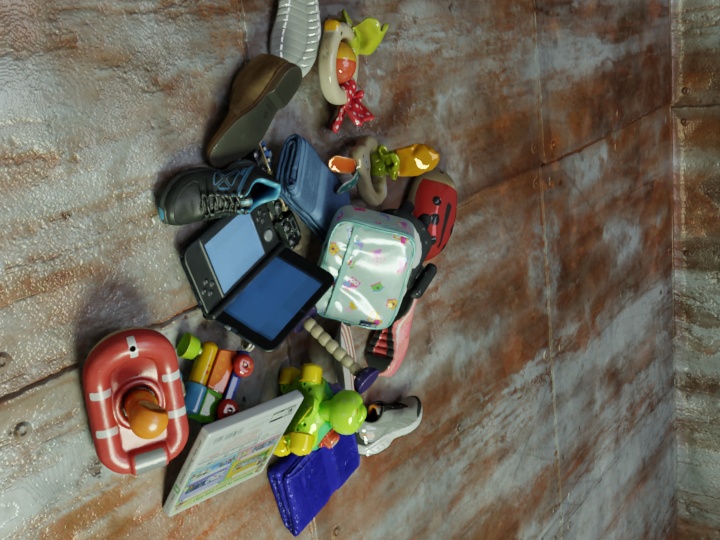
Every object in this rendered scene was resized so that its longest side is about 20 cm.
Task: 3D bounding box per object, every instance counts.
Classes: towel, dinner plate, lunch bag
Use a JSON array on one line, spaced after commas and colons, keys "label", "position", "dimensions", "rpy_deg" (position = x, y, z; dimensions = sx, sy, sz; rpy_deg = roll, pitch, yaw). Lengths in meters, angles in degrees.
[{"label": "towel", "position": [-0.079, -0.132, 1.422], "dimensions": [0.200, 0.047, 0.114], "rpy_deg": [45, 49, -55]}, {"label": "towel", "position": [-0.073, 0.351, 1.512], "dimensions": [0.200, 0.049, 0.151], "rpy_deg": [-40, 124, -42]}, {"label": "dinner plate", "position": [-0.025, 0.183, 1.510], "dimensions": [0.200, 0.024, 0.205], "rpy_deg": [-7, 90, -86]}, {"label": "lunch bag", "position": [0.000, 0.000, 1.434], "dimensions": [0.078, 0.157, 0.203], "rpy_deg": [-95, -159, -61]}]

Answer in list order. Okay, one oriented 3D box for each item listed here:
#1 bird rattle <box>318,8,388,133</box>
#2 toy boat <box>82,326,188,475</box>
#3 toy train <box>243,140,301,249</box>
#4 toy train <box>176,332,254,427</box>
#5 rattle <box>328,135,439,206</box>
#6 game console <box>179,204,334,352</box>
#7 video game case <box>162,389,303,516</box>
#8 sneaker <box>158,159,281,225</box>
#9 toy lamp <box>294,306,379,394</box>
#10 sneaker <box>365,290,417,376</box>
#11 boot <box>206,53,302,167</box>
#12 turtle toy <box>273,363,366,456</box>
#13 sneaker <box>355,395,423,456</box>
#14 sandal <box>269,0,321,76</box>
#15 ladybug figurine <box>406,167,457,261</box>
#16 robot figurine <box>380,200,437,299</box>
[{"label": "bird rattle", "position": [-0.035, -0.336, 1.431], "dimensions": [0.162, 0.110, 0.205], "rpy_deg": [2, 103, -68]}, {"label": "toy boat", "position": [-0.289, 0.179, 1.127], "dimensions": [0.128, 0.130, 0.205], "rpy_deg": [-14, 106, -26]}, {"label": "toy train", "position": [-0.139, -0.126, 1.379], "dimensions": [0.046, 0.034, 0.203], "rpy_deg": [-50, 131, -40]}, {"label": "toy train", "position": [-0.223, 0.124, 1.279], "dimensions": [0.115, 0.084, 0.204], "rpy_deg": [31, 65, -31]}, {"label": "rattle", "position": [0.043, -0.178, 1.495], "dimensions": [0.200, 0.140, 0.133], "rpy_deg": [12, 91, -72]}, {"label": "game console", "position": [-0.151, -0.006, 1.301], "dimensions": [0.200, 0.116, 0.174], "rpy_deg": [-49, 131, -43]}, {"label": "video game case", "position": [-0.191, 0.273, 1.293], "dimensions": [0.198, 0.022, 0.184], "rpy_deg": [-15, 141, -51]}, {"label": "sneaker", "position": [-0.203, -0.112, 1.246], "dimensions": [0.198, 0.081, 0.075], "rpy_deg": [-28, 132, -40]}, {"label": "toy lamp", "position": [-0.055, 0.117, 1.402], "dimensions": [0.058, 0.200, 0.059], "rpy_deg": [-39, 160, -18]}, {"label": "sneaker", "position": [0.066, 0.111, 1.663], "dimensions": [0.087, 0.072, 0.204], "rpy_deg": [41, 65, -61]}, {"label": "boot", "position": [-0.176, -0.245, 1.302], "dimensions": [0.201, 0.075, 0.074], "rpy_deg": [-52, 158, -12]}, {"label": "turtle toy", "position": [-0.068, 0.232, 1.391], "dimensions": [0.099, 0.199, 0.149], "rpy_deg": [18, 71, -29]}, {"label": "sneaker", "position": [0.055, 0.284, 1.654], "dimensions": [0.199, 0.073, 0.081], "rpy_deg": [-25, 109, -48]}, {"label": "sandal", "position": [-0.101, -0.408, 1.376], "dimensions": [0.050, 0.080, 0.208], "rpy_deg": [-111, -153, -79]}, {"label": "ladybug figurine", "position": [0.145, -0.110, 1.719], "dimensions": [0.135, 0.071, 0.205], "rpy_deg": [23, 77, -51]}, {"label": "robot figurine", "position": [0.057, -0.031, 1.571], "dimensions": [0.202, 0.148, 0.126], "rpy_deg": [-58, 147, -28]}]
